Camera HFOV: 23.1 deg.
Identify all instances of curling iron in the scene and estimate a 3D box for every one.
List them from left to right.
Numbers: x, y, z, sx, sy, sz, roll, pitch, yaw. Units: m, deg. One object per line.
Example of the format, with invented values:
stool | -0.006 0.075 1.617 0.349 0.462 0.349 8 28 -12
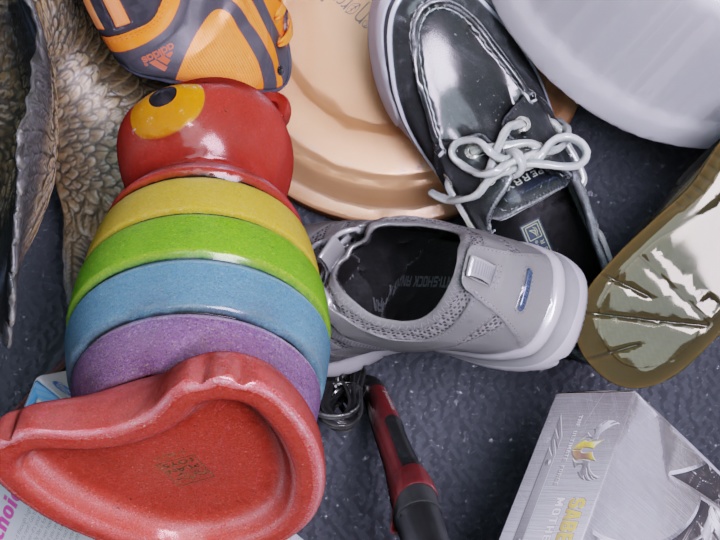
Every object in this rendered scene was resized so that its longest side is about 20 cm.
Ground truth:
curling iron | 0.014 0.104 0.775 0.049 0.200 0.026 -10 129 -16

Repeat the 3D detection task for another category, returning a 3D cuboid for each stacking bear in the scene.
stacking bear | -0.066 0.003 0.713 0.121 0.114 0.201 -17 48 20

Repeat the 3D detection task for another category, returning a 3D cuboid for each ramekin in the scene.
ramekin | 0.158 -0.165 0.790 0.199 0.098 0.202 7 68 -17

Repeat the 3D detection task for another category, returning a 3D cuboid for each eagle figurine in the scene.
eagle figurine | -0.148 -0.077 0.796 0.151 0.151 0.200 -30 76 -26

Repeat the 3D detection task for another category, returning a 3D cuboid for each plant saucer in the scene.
plant saucer | 0.016 -0.122 0.851 0.199 0.032 0.202 0 86 -2

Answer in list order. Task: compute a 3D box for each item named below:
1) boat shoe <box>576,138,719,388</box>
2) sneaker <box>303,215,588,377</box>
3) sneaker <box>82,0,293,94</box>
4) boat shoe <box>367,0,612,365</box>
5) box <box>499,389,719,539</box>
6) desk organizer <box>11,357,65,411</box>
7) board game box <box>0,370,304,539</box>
boat shoe | 0.171 -0.030 0.765 0.201 0.066 0.072 -43 93 3
sneaker | 0.000 0.000 0.777 0.199 0.082 0.075 -4 67 40
sneaker | -0.040 -0.149 0.804 0.199 0.077 0.113 -29 119 -23
boat shoe | 0.066 -0.045 0.801 0.073 0.068 0.200 -24 105 -8
box | 0.112 0.176 0.757 0.158 0.048 0.201 43 59 -33
desk organizer | -0.082 0.125 0.808 0.072 0.077 0.200 -41 88 -4
board game box | -0.122 0.163 0.767 0.134 0.034 0.201 34 110 21
